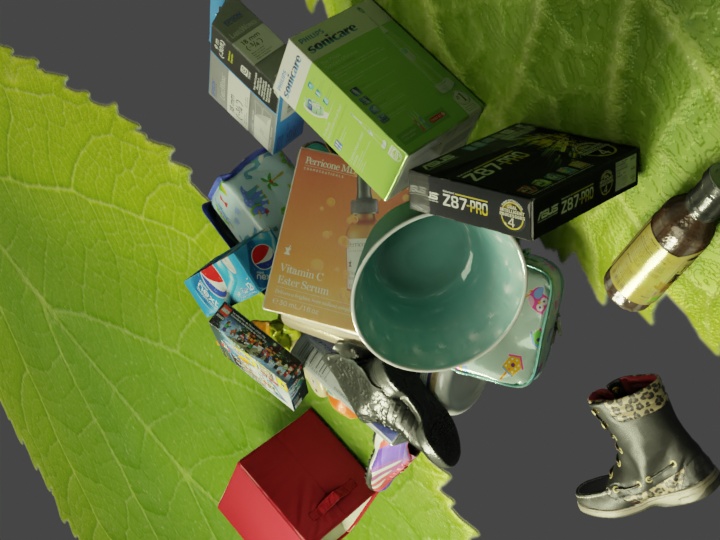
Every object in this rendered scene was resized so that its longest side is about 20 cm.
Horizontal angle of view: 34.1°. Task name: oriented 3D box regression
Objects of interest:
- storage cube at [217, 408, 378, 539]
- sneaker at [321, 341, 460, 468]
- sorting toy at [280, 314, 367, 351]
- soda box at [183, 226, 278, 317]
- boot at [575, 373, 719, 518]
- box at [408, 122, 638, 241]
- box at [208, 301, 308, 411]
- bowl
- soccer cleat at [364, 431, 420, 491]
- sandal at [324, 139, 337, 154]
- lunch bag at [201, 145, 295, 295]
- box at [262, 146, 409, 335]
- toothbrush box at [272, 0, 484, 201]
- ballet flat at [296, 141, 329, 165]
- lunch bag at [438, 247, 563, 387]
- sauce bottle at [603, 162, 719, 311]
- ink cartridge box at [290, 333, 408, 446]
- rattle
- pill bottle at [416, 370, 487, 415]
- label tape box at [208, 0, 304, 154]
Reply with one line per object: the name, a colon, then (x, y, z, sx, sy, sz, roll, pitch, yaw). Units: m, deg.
storage cube: (-0.102, 0.369, 1.911, 0.180, 0.170, 0.201, 46, 143, 16)
sneaker: (0.039, 0.171, 1.486, 0.104, 0.060, 0.201, -26, 101, 46)
sorting toy: (0.000, 0.000, 1.501, 0.182, 0.036, 0.204, 17, 94, 19)
soda box: (-0.168, 0.005, 1.593, 0.065, 0.068, 0.199, 55, 151, -6)
boot: (0.315, 0.210, 1.393, 0.199, 0.073, 0.152, -21, 101, 49)
box: (0.171, -0.096, 1.218, 0.160, 0.198, 0.050, 17, 121, 41)
box: (-0.139, 0.123, 1.637, 0.136, 0.038, 0.200, 38, 166, 10)
bowl: (0.078, 0.000, 1.304, 0.106, 0.197, 0.204, -108, 8, -59)
soccer cleat: (0.053, 0.277, 1.756, 0.072, 0.069, 0.202, 22, 138, 12)
sandal: (-0.017, -0.175, 1.497, 0.081, 0.054, 0.203, -7, 112, 51)
lunch bag: (-0.135, -0.065, 1.670, 0.171, 0.127, 0.200, 53, 161, 0)
box: (-0.016, -0.030, 1.431, 0.150, 0.106, 0.204, 13, 89, 13)
toothbrush box: (0.020, -0.201, 1.360, 0.200, 0.145, 0.086, 45, 142, 13)
ballet flat: (-0.018, -0.084, 1.573, 0.201, 0.067, 0.075, 54, 166, 13)
lunch bag: (0.144, 0.043, 1.401, 0.197, 0.077, 0.163, 15, 97, 21)
sauce bottle: (0.322, -0.033, 1.208, 0.065, 0.064, 0.201, 46, 144, 12)
ink cartridge box: (0.022, 0.160, 1.634, 0.196, 0.199, 0.044, 39, 105, 21)
rattle: (-0.103, 0.150, 1.744, 0.130, 0.141, 0.202, -46, 64, 51)
pill bottle: (0.068, 0.101, 1.557, 0.198, 0.115, 0.117, 25, 134, 35)
label tape box: (-0.157, -0.272, 1.556, 0.200, 0.063, 0.145, 44, 154, 15)
